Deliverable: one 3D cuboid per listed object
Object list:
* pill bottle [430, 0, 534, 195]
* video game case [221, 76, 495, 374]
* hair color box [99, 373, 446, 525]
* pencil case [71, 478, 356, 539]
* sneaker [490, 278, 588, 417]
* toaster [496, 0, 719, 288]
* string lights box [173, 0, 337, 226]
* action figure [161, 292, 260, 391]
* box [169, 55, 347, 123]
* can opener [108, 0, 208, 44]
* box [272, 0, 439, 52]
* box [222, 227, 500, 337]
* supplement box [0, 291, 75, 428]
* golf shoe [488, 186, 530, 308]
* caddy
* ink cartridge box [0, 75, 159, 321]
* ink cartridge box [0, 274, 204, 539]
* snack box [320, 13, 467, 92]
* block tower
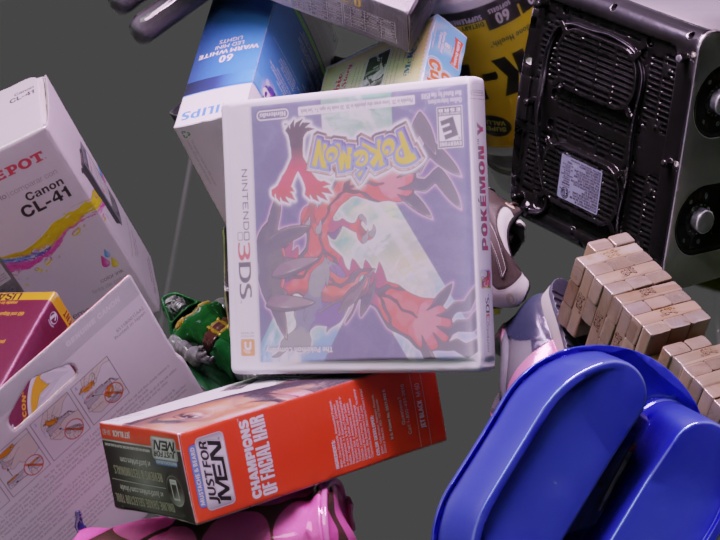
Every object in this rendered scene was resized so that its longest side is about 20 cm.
[{"bbox_3d":[0.112,-0.159,1.523,0.114,0.201,0.115,-17,38,14],"label":"pill bottle"},{"bbox_3d":[-0.005,-0.025,1.319,0.199,0.184,0.023,-3,0,34],"label":"video game case"},{"bbox_3d":[-0.056,0.106,1.343,0.199,0.064,0.111,-16,9,-34],"label":"hair color box"},{"bbox_3d":[-0.096,0.189,1.350,0.199,0.091,0.094,-11,5,18],"label":"pencil case"},{"bbox_3d":[0.124,0.102,1.342,0.082,0.070,0.201,-37,33,32],"label":"sneaker"},{"bbox_3d":[0.193,-0.102,1.407,0.118,0.182,0.200,-8,24,-35],"label":"toaster"},{"bbox_3d":[-0.072,-0.138,1.492,0.059,0.103,0.201,-9,42,20],"label":"string lights box"},{"bbox_3d":[-0.088,0.060,1.515,0.118,0.055,0.199,-37,39,-25],"label":"action figure"},{"bbox_3d":[-0.034,-0.093,1.601,0.199,0.123,0.106,21,59,45],"label":"box"},{"bbox_3d":[-0.099,-0.238,1.508,0.200,0.053,0.067,-38,7,-14],"label":"can opener"},{"bbox_3d":[-0.021,-0.258,1.444,0.199,0.048,0.159,23,63,15],"label":"box"},{"bbox_3d":[0.000,0.000,1.485,0.198,0.050,0.076,-6,40,-1],"label":"box"},{"bbox_3d":[-0.273,0.124,1.507,0.085,0.111,0.201,-2,45,29],"label":"supplement box"},{"bbox_3d":[0.066,-0.037,1.442,0.094,0.078,0.201,11,40,-16],"label":"golf shoe"},{"bbox_3d":[0.129,0.139,1.200,0.201,0.141,0.105,-57,6,-7],"label":"caddy"},{"bbox_3d":[-0.265,-0.030,1.606,0.147,0.201,0.086,-25,37,5],"label":"ink cartridge box"},{"bbox_3d":[-0.204,0.120,1.417,0.200,0.174,0.043,-43,40,-19],"label":"ink cartridge box"},{"bbox_3d":[0.007,-0.073,1.416,0.116,0.037,0.201,-20,46,43],"label":"snack box"},{"bbox_3d":[0.201,0.062,1.285,0.054,0.058,0.200,-14,44,-31],"label":"block tower"}]
